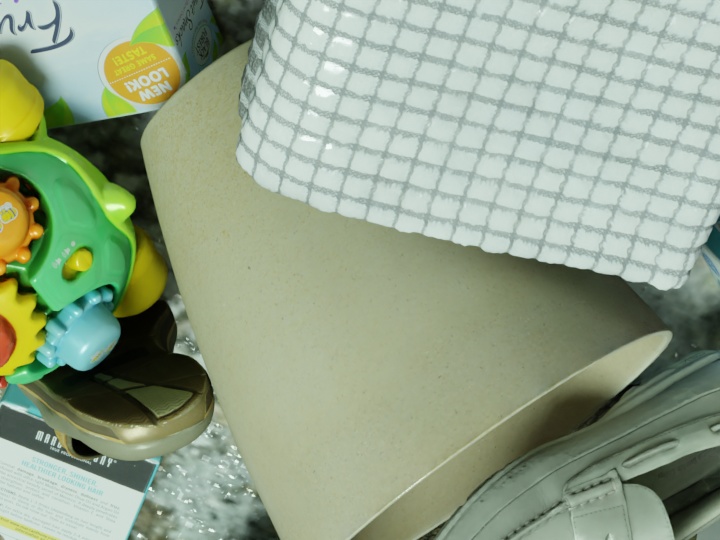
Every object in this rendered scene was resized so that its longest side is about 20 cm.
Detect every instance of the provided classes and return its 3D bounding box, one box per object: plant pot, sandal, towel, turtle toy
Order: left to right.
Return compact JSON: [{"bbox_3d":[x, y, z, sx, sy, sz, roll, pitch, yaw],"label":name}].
[{"bbox_3d":[-0.185,0.007,1.236,0.200,0.101,0.146,-21,130,19],"label":"turtle toy"},{"bbox_3d":[-0.106,0.060,1.274,0.080,0.200,0.054,-20,107,-11],"label":"sandal"},{"bbox_3d":[0.000,0.000,1.200,0.187,0.187,0.200,-43,76,37],"label":"plant pot"},{"bbox_3d":[0.064,-0.096,1.093,0.199,0.086,0.166,12,128,-11],"label":"towel"}]

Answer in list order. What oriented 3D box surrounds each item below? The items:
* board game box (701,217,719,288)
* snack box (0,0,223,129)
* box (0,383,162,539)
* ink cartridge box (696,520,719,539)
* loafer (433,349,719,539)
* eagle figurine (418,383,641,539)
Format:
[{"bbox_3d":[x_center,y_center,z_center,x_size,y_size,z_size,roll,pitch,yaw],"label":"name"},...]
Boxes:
[{"bbox_3d":[0.227,0.075,1.220,0.047,0.151,0.200,-32,118,0],"label":"board game box"},{"bbox_3d":[-0.179,-0.126,1.230,0.200,0.053,0.142,-9,127,21],"label":"snack box"},{"bbox_3d":[-0.157,0.124,1.420,0.082,0.049,0.200,22,135,-4],"label":"box"},{"bbox_3d":[0.205,0.202,1.298,0.116,0.200,0.068,41,127,-19],"label":"ink cartridge box"},{"bbox_3d":[0.107,0.105,1.215,0.070,0.200,0.070,36,153,42],"label":"loafer"},{"bbox_3d":[0.071,0.145,1.331,0.151,0.152,0.200,-9,155,-24],"label":"eagle figurine"}]
